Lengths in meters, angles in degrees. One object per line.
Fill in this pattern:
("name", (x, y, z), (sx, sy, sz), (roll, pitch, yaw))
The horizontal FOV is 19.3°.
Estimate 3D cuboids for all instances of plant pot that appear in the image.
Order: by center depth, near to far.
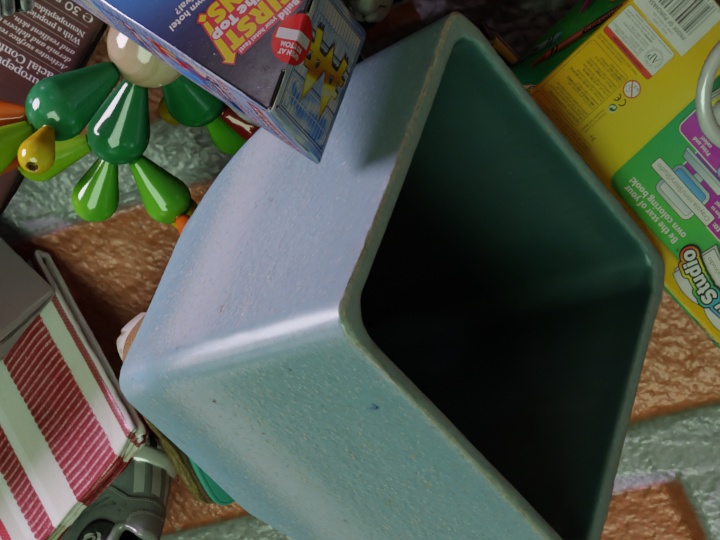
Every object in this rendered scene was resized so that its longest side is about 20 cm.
("plant pot", (0.000, 0.028, 1.036), (0.200, 0.196, 0.196), (-15, 131, 38))

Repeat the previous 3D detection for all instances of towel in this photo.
("towel", (-0.216, 0.101, 1.336), (0.200, 0.023, 0.144), (-47, 65, 35))

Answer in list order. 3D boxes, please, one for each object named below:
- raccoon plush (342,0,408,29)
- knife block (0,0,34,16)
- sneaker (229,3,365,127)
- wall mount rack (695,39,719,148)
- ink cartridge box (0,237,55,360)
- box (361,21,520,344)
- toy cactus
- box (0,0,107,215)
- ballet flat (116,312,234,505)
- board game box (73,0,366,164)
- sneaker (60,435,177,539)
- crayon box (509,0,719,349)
("raccoon plush", (0.025, -0.222, 1.069), (0.097, 0.134, 0.200), (28, 96, 14))
("knife block", (-0.255, -0.194, 1.102), (0.175, 0.200, 0.064), (9, 120, -16))
("sneaker", (-0.032, -0.108, 1.079), (0.099, 0.071, 0.200), (27, 174, 42))
("wall mount rack", (0.210, -0.154, 1.014), (0.200, 0.075, 0.174), (-35, 122, -16))
("ink cartridge box", (-0.303, 0.037, 1.304), (0.145, 0.084, 0.200), (44, 125, -1))
("box", (0.055, -0.010, 1.166), (0.200, 0.049, 0.160), (-44, 108, 11))
("toy cactus", (-0.122, -0.085, 1.128), (0.200, 0.102, 0.165), (-1, 131, -35))
("box", (-0.212, -0.116, 1.194), (0.100, 0.075, 0.200), (30, 129, -7))
("ballet flat", (-0.110, 0.067, 1.282), (0.072, 0.068, 0.200), (41, 162, 33))
("board game box", (-0.045, -0.156, 0.962), (0.200, 0.200, 0.062), (-41, 151, 3))
("sneaker", (-0.190, 0.198, 1.375), (0.075, 0.116, 0.200), (24, 130, -26))
("crayon box", (0.175, -0.058, 1.106), (0.119, 0.058, 0.200), (-43, 107, 5))
